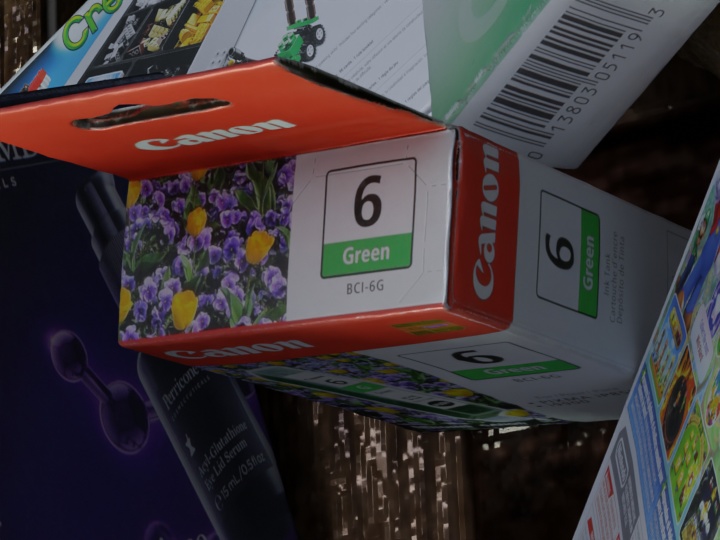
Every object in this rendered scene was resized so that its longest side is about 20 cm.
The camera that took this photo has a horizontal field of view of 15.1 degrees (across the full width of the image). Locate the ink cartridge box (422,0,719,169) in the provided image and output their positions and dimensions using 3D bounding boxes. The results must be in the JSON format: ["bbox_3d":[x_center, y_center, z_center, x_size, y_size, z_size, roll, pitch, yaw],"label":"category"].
[{"bbox_3d":[0.068,-0.150,0.719,0.161,0.050,0.200,-52,34,43],"label":"ink cartridge box"}]

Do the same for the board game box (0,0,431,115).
[{"bbox_3d":[-0.032,-0.058,0.851,0.200,0.035,0.126,-42,58,23],"label":"board game box"}]

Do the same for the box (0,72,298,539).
[{"bbox_3d":[-0.109,0.055,0.775,0.104,0.148,0.200,-16,91,34],"label":"box"}]

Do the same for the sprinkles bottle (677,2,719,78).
[{"bbox_3d":[0.162,-0.033,0.672,0.200,0.068,0.068,43,106,37],"label":"sprinkles bottle"}]

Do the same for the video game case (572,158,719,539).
[{"bbox_3d":[0.080,0.046,0.635,0.143,0.018,0.200,-85,12,-68],"label":"video game case"}]

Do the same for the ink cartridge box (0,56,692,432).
[{"bbox_3d":[0.000,0.000,0.704,0.109,0.200,0.050,-7,74,37],"label":"ink cartridge box"}]
